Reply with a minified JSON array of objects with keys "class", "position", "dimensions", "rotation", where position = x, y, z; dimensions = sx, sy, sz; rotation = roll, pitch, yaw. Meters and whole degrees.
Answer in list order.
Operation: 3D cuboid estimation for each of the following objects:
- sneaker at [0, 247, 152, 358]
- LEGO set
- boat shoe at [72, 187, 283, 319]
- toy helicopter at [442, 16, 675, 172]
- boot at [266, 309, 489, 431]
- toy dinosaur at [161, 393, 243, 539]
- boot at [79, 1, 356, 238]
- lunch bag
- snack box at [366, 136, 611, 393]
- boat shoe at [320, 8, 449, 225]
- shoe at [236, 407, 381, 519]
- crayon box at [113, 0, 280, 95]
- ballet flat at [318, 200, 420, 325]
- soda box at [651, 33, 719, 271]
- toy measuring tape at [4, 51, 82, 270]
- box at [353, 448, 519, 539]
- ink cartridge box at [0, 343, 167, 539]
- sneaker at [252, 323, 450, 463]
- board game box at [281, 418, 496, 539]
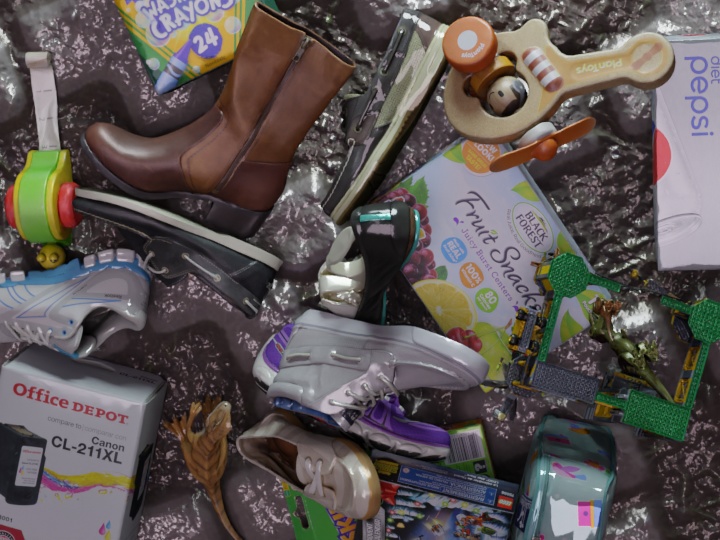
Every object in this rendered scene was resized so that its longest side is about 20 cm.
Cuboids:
[{"class":"sneaker","position":[-0.285,0.045,1.506],"dimensions":[0.198,0.075,0.087],"rotation":[-17,56,12]},{"class":"LEGO set","position":[0.208,0.068,1.413],"dimensions":[0.198,0.116,0.155],"rotation":[10,84,-11]},{"class":"boat shoe","position":[-0.172,-0.020,1.478],"dimensions":[0.199,0.072,0.068],"rotation":[24,92,-10]},{"class":"toy helicopter","position":[0.167,-0.153,1.379],"dimensions":[0.198,0.079,0.133],"rotation":[-10,69,16]},{"class":"boot","position":[0.012,0.099,1.411],"dimensions":[0.199,0.074,0.096],"rotation":[8,64,37]},{"class":"toy dinosaur","position":[-0.144,0.181,1.529],"dimensions":[0.060,0.107,0.201],"rotation":[-14,142,-10]},{"class":"boot","position":[-0.128,-0.143,1.434],"dimensions":[0.187,0.069,0.201],"rotation":[27,118,-8]},{"class":"lunch bag","position":[0.171,0.224,1.430],"dimensions":[0.076,0.200,0.162],"rotation":[15,104,6]},{"class":"snack box","position":[0.115,-0.014,1.466],"dimensions":[0.142,0.053,0.201],"rotation":[-34,95,11]},{"class":"boat shoe","position":[0.014,-0.138,1.451],"dimensions":[0.066,0.072,0.202],"rotation":[32,98,6]},{"class":"shoe","position":[-0.047,0.177,1.458],"dimensions":[0.053,0.200,0.071],"rotation":[-12,108,-29]},{"class":"crayon box","position":[-0.164,-0.274,1.455],"dimensions":[0.125,0.052,0.201],"rotation":[-24,96,11]},{"class":"ballet flat","position":[0.000,0.000,1.432],"dimensions":[0.068,0.068,0.201],"rotation":[3,146,-10]},{"class":"soda box","position":[0.288,-0.103,1.419],"dimensions":[0.068,0.063,0.202],"rotation":[-1,101,8]},{"class":"toy measuring tape","position":[-0.294,-0.097,1.498],"dimensions":[0.073,0.074,0.202],"rotation":[-2,101,8]},{"class":"box","position":[0.060,0.259,1.492],"dimensions":[0.136,0.040,0.201],"rotation":[13,129,6]},{"class":"ink cartridge box","position":[-0.278,0.188,1.545],"dimensions":[0.145,0.083,0.202],"rotation":[14,103,6]},{"class":"sneaker","position":[-0.002,0.111,1.490],"dimensions":[0.199,0.081,0.084],"rotation":[29,80,9]},{"class":"board game box","position":[0.029,0.207,1.535],"dimensions":[0.198,0.030,0.096],"rotation":[-13,98,8]}]
